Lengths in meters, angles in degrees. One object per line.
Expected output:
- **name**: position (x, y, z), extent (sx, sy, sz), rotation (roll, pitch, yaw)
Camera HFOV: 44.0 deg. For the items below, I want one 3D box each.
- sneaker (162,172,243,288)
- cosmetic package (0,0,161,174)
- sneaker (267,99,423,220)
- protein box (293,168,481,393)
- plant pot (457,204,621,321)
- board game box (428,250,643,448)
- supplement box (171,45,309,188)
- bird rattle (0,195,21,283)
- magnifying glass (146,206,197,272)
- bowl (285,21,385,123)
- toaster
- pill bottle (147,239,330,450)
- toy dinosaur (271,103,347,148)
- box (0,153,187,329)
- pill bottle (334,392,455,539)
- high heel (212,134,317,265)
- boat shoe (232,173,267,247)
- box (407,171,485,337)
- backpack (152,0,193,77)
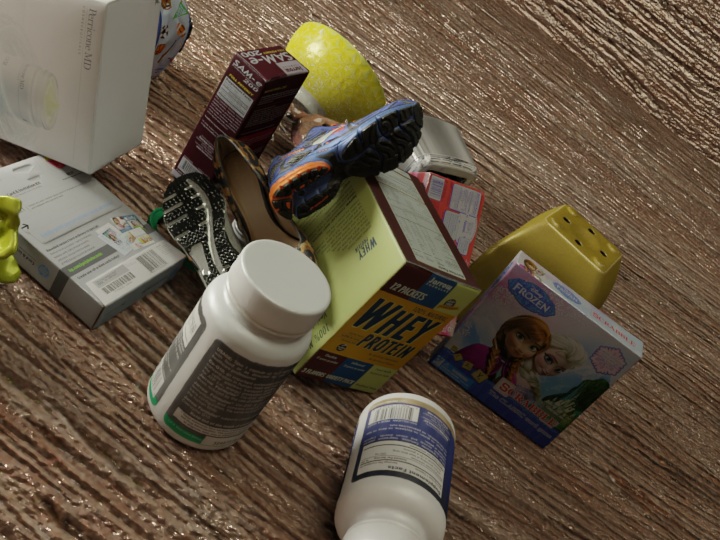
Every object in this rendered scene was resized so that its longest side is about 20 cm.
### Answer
- **sneaker**: position (-0.170, -0.021, 1.028), extent (0.073, 0.080, 0.201), rotation (-24, 71, -7)
- **cosmetic package**: position (-0.349, -0.247, 1.005), extent (0.199, 0.200, 0.123), rotation (21, 31, 7)
- **sneaker**: position (-0.021, -0.139, 0.992), extent (0.079, 0.199, 0.075), rotation (59, -5, 41)
- **protein box**: position (0.000, 0.000, 1.067), extent (0.135, 0.199, 0.200), rotation (20, 34, -42)
- **plant pot**: position (0.275, 0.016, 1.338), extent (0.194, 0.200, 0.195), rotation (44, 33, 11)
- **board game box**: position (0.226, 0.108, 1.167), extent (0.200, 0.200, 0.041), rotation (36, 31, -1)
- **supplement box**: position (-0.159, -0.194, 1.174), extent (0.061, 0.200, 0.109), rotation (42, 31, 9)
- **bird rattle**: position (-0.416, -0.048, 0.827), extent (0.200, 0.113, 0.163), rotation (32, 48, -3)
- **magnifying glass**: position (-0.180, -0.005, 1.080), extent (0.200, 0.022, 0.080), rotation (41, 32, 10)
- **bowl**: position (-0.066, -0.297, 1.472), extent (0.200, 0.200, 0.108), rotation (42, 74, 8)
- **toaster**: position (0.107, -0.190, 1.524), extent (0.199, 0.114, 0.129), rotation (9, 43, -41)
- **pill bottle**: position (-0.118, 0.073, 0.863), extent (0.113, 0.200, 0.113), rotation (26, 33, -18)
- **toy dinosaur**: position (-0.079, -0.196, 1.353), extent (0.135, 0.086, 0.200), rotation (6, 33, -40)
- **box**: position (-0.311, -0.041, 0.973), extent (0.200, 0.041, 0.156), rotation (41, 30, 3)
- **pill bottle**: position (0.035, 0.227, 0.902), extent (0.111, 0.111, 0.200), rotation (32, 32, -9)
- **high heel**: position (-0.113, -0.058, 0.997), extent (0.200, 0.071, 0.143), rotation (62, 1, 43)
- **boat shoe**: position (-0.121, -0.100, 1.217), extent (0.070, 0.066, 0.200), rotation (36, 31, -3)
- **box**: position (0.081, -0.022, 1.184), extent (0.102, 0.201, 0.095), rotation (14, -3, -33)
- **backpack**: position (-0.338, -0.363, 1.241), extent (0.191, 0.200, 0.154), rotation (46, 36, 2)
